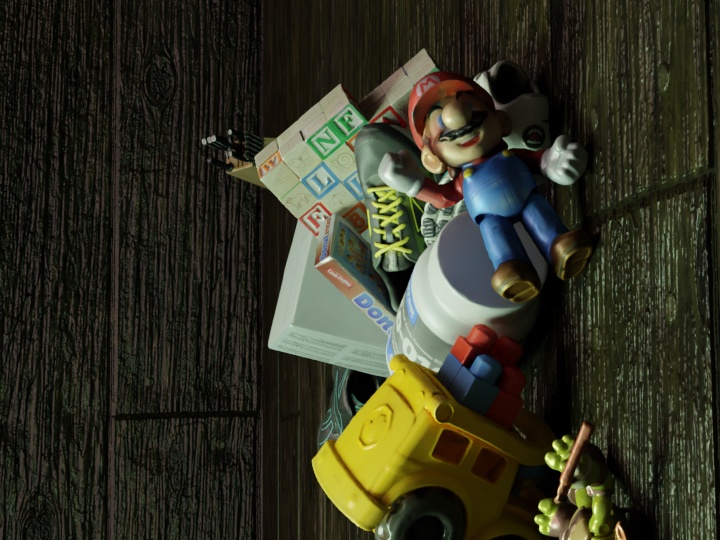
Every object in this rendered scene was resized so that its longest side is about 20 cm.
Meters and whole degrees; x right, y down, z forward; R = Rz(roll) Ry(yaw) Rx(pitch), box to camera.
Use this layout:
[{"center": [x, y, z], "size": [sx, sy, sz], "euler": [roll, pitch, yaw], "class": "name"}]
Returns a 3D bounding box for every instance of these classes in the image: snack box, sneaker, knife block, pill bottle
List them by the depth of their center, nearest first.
[{"center": [0.092, 0.036, 1.369], "size": [0.200, 0.113, 0.114], "euler": [107, 161, -60], "class": "pill bottle"}, {"center": [0.117, -0.142, 1.374], "size": [0.200, 0.074, 0.089], "euler": [-139, 54, -61], "class": "sneaker"}, {"center": [0.096, -0.046, 1.451], "size": [0.200, 0.077, 0.080], "euler": [91, -173, -59], "class": "sneaker"}, {"center": [0.042, -0.045, 1.502], "size": [0.200, 0.074, 0.085], "euler": [68, -152, -27], "class": "sneaker"}, {"center": [0.032, 0.031, 1.558], "size": [0.024, 0.200, 0.072], "euler": [-32, 29, 27], "class": "snack box"}, {"center": [-0.011, 0.187, 1.987], "size": [0.079, 0.075, 0.201], "euler": [-131, 42, -73], "class": "sneaker"}, {"center": [-0.229, -0.218, 3.128], "size": [0.200, 0.175, 0.064], "euler": [121, 150, -72], "class": "knife block"}]

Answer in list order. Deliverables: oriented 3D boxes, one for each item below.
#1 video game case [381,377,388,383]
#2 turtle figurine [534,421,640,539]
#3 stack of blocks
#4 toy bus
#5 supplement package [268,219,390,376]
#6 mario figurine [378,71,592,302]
[{"center": [0.038, 0.158, 1.975], "size": [0.200, 0.018, 0.144], "euler": [-150, 62, -80], "class": "video game case"}, {"center": [0.160, 0.175, 1.097], "size": [0.161, 0.064, 0.201], "euler": [-94, -1, -72], "class": "turtle figurine"}, {"center": [0.009, -0.125, 1.551], "size": [0.115, 0.200, 0.059], "euler": [46, -169, -25], "class": "stack of blocks"}, {"center": [0.091, 0.149, 1.292], "size": [0.192, 0.200, 0.136], "euler": [-58, 28, 5], "class": "toy bus"}, {"center": [0.000, 0.000, 1.720], "size": [0.200, 0.147, 0.192], "euler": [135, 148, -77], "class": "supplement package"}, {"center": [0.095, -0.079, 1.232], "size": [0.200, 0.123, 0.106], "euler": [60, 141, 26], "class": "mario figurine"}]
